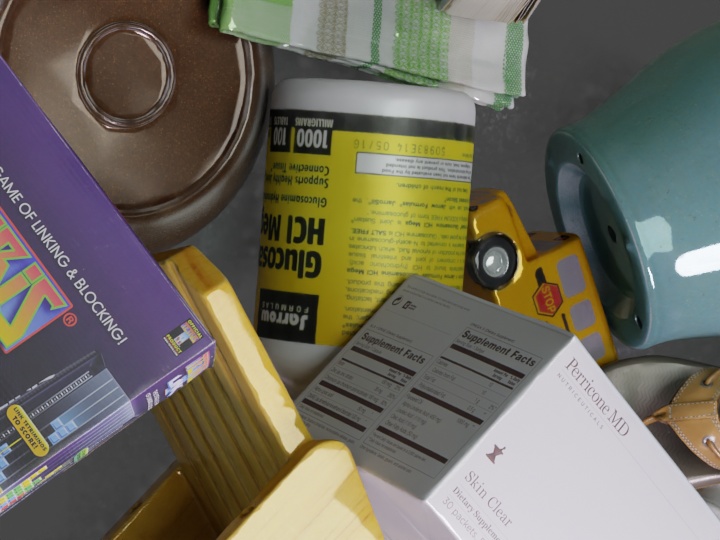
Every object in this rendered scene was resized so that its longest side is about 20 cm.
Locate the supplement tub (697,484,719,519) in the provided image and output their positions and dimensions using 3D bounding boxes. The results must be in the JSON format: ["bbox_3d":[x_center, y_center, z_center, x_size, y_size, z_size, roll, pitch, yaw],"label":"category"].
[{"bbox_3d":[0.278,0.120,1.533,0.200,0.140,0.140,-45,112,-19],"label":"supplement tub"}]

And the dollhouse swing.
[{"bbox_3d":[-0.109,0.114,1.290,0.182,0.200,0.176,-46,104,-18],"label":"dollhouse swing"}]

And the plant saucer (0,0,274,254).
[{"bbox_3d":[-0.129,-0.103,1.357,0.200,0.032,0.201,-2,93,-28],"label":"plant saucer"}]

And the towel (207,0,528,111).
[{"bbox_3d":[0.009,-0.178,1.416,0.200,0.031,0.150,12,76,-31],"label":"towel"}]

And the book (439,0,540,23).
[{"bbox_3d":[0.083,-0.211,1.323,0.048,0.200,0.134,8,85,-4],"label":"book"}]

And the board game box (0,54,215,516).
[{"bbox_3d":[-0.190,0.008,1.188,0.165,0.057,0.200,-36,81,-10],"label":"board game box"}]

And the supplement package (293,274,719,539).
[{"bbox_3d":[0.084,0.120,1.301,0.111,0.156,0.200,-48,119,-13],"label":"supplement package"}]

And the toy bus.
[{"bbox_3d":[0.101,0.046,1.473,0.078,0.065,0.201,-25,105,-26],"label":"toy bus"}]

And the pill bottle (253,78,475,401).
[{"bbox_3d":[0.000,0.000,1.388,0.112,0.112,0.201,4,91,-29],"label":"pill bottle"}]

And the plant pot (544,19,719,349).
[{"bbox_3d":[0.215,-0.048,1.467,0.188,0.200,0.201,-22,104,-13],"label":"plant pot"}]

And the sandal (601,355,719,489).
[{"bbox_3d":[0.211,0.090,1.435,0.199,0.055,0.082,12,69,0],"label":"sandal"}]
